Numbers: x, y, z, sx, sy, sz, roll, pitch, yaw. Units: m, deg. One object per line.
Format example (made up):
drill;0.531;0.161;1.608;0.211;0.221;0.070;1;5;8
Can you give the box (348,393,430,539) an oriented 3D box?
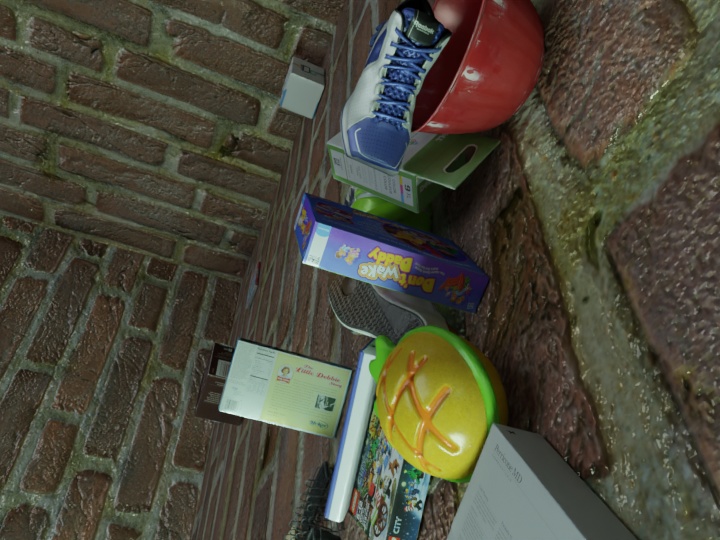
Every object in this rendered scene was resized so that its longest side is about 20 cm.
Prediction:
box;0.043;0.203;0.694;0.136;0.037;0.204;167;118;-73

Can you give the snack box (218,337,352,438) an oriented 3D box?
snack box;-0.122;0.194;0.984;0.037;0.196;0.118;-175;102;-77

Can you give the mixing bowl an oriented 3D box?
mixing bowl;0.136;-0.237;0.674;0.200;0.106;0.204;-163;90;-76

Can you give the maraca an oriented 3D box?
maraca;0.061;0.121;0.559;0.199;0.105;0.140;-7;87;62

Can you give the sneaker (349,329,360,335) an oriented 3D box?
sneaker;0.000;0.000;0.960;0.076;0.086;0.204;-149;74;-72

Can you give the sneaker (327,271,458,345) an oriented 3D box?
sneaker;0.035;0.050;0.705;0.199;0.084;0.074;38;109;45

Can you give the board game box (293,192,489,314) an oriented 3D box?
board game box;0.028;-0.023;0.669;0.135;0.196;0.046;-116;45;-68

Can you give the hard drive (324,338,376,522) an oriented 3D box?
hard drive;-0.002;0.196;0.768;0.132;0.025;0.204;-8;-70;-81

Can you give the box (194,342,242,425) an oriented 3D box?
box;-0.459;0.390;2.049;0.165;0.163;0.202;-99;30;-57

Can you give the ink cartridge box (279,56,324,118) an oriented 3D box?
ink cartridge box;-0.234;-0.744;2.426;0.202;0.143;0.148;-95;26;-54

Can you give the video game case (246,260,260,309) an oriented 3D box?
video game case;-0.502;0.068;2.802;0.201;0.017;0.145;-98;28;-56

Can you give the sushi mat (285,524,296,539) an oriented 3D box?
sushi mat;-0.128;0.545;1.003;0.202;0.012;0.097;-94;26;-52

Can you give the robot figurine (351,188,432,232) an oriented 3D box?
robot figurine;0.036;-0.044;0.820;0.176;0.113;0.204;94;-171;-78

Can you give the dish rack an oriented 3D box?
dish rack;-0.077;0.394;0.900;0.201;0.054;0.156;-110;39;-66

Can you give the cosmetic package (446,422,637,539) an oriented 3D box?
cosmetic package;0.118;0.219;0.388;0.200;0.051;0.154;-126;52;-71

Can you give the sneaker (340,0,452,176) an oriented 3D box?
sneaker;0.039;-0.218;0.650;0.115;0.079;0.203;144;140;-70

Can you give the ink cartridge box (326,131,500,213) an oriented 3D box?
ink cartridge box;0.064;-0.135;0.742;0.104;0.198;0.060;-42;-40;-29

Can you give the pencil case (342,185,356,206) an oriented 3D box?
pencil case;0.019;-0.126;1.041;0.078;0.088;0.203;43;120;41
